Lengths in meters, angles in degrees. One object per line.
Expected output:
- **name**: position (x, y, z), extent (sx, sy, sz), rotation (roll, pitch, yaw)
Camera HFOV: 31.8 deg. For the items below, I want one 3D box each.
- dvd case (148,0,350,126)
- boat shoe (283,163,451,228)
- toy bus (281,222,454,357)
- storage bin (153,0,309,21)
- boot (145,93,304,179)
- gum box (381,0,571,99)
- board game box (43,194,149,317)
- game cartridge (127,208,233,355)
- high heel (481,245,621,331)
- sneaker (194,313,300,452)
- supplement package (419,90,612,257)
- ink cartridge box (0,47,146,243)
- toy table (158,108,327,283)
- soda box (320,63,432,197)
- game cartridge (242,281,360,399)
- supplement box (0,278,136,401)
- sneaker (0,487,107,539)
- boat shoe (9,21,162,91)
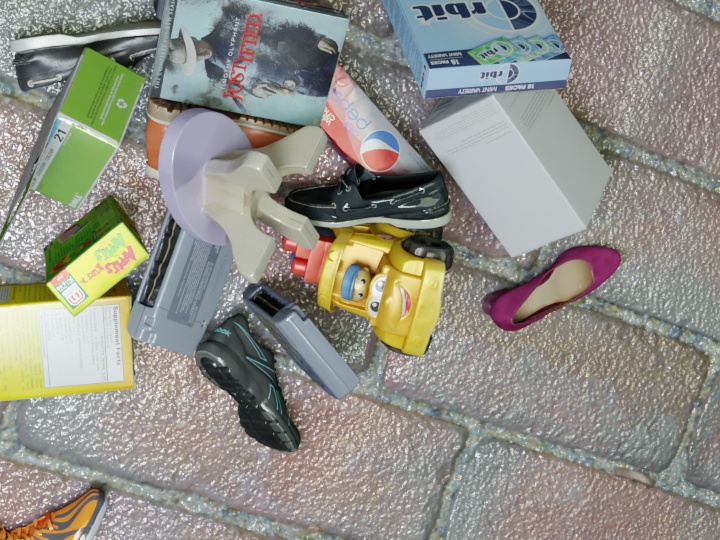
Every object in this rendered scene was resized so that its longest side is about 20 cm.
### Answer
- **dvd case**: position (-0.124, -0.237, 1.390), extent (0.198, 0.022, 0.147), rotation (11, 127, -12)
- **boat shoe**: position (0.006, -0.091, 1.457), extent (0.197, 0.075, 0.067), rotation (5, 123, 13)
- **toy bus**: position (0.000, 0.000, 1.472), extent (0.190, 0.200, 0.137), rotation (13, 107, -11)
- **storage bin**: position (-0.137, -0.326, 1.406), extent (0.198, 0.146, 0.136), rotation (12, 107, -16)
- **boot**: position (-0.156, -0.147, 1.474), extent (0.198, 0.075, 0.108), rotation (2, 120, -21)
- **gum box**: position (0.128, -0.280, 1.453), extent (0.168, 0.201, 0.045), rotation (-5, 137, -13)
- **board game box**: position (-0.292, -0.020, 1.385), extent (0.101, 0.200, 0.048), rotation (-40, 108, -4)
- **game cartridge**: position (-0.194, -0.006, 1.453), extent (0.040, 0.133, 0.202), rotation (17, 84, 26)
- **high heel**: position (0.254, 0.026, 1.596), extent (0.198, 0.096, 0.068), rotation (-26, 106, -9)
- **sneaker**: position (-0.120, 0.140, 1.530), extent (0.080, 0.075, 0.201), rotation (-58, 132, -35)
- **supplement package**: position (0.188, -0.140, 1.511), extent (0.201, 0.119, 0.122), rotation (51, 44, -18)
- **ink cartridge box**: position (-0.311, -0.110, 1.344), extent (0.075, 0.148, 0.202), rotation (24, 55, -19)
- **toy table**: position (-0.123, -0.086, 1.370), extent (0.116, 0.200, 0.186), rotation (17, 83, 25)
- **soda box**: position (-0.006, -0.170, 1.505), extent (0.070, 0.063, 0.200), rotation (-45, 109, -3)
- **game cartridge**: position (-0.068, 0.083, 1.466), extent (0.041, 0.200, 0.134), rotation (-37, 107, -9)
- **supplement box**: position (-0.359, 0.077, 1.435), extent (0.197, 0.109, 0.110), rotation (-4, 102, -14)
- **sneaker**: position (-0.395, 0.316, 1.490), extent (0.112, 0.078, 0.200), rotation (43, 88, -19)
- **boat shoe**: position (-0.287, -0.240, 1.410), extent (0.198, 0.074, 0.061), rotation (-10, 105, -12)
